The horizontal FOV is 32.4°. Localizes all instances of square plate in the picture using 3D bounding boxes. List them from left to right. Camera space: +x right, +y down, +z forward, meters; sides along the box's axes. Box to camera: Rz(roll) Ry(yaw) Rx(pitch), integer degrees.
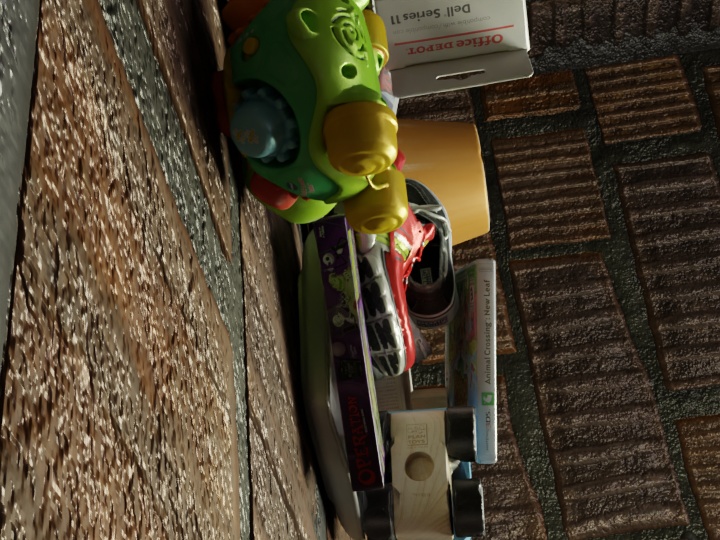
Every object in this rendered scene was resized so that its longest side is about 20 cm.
[{"bbox_3d":[-0.025,0.096,1.031,0.200,0.028,0.198,79,4,-46],"label":"square plate"}]

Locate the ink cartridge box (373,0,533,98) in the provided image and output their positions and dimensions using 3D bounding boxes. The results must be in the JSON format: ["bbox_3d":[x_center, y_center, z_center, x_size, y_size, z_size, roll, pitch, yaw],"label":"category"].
[{"bbox_3d":[0.069,-0.222,0.992,0.200,0.117,0.067,-94,174,-51],"label":"ink cartridge box"}]

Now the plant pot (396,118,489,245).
[{"bbox_3d":[0.048,-0.092,1.407,0.200,0.183,0.201,-8,90,-87],"label":"plant pot"}]

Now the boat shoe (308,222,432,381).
[{"bbox_3d":[0.000,0.000,1.146,0.074,0.065,0.202,95,-26,-70],"label":"boat shoe"}]

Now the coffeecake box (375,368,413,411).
[{"bbox_3d":[0.011,0.092,1.280,0.154,0.073,0.200,-81,163,-75],"label":"coffeecake box"}]

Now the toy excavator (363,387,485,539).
[{"bbox_3d":[0.058,0.173,1.114,0.200,0.100,0.195,77,10,-62],"label":"toy excavator"}]

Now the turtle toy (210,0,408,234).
[{"bbox_3d":[-0.030,-0.090,0.718,0.200,0.101,0.146,77,7,-66],"label":"turtle toy"}]

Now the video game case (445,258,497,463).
[{"bbox_3d":[0.104,0.088,1.198,0.200,0.022,0.182,136,-45,-84],"label":"video game case"}]

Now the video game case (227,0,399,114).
[{"bbox_3d":[-0.028,-0.164,0.889,0.182,0.023,0.200,58,20,-23],"label":"video game case"}]

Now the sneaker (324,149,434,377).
[{"bbox_3d":[0.027,-0.012,1.040,0.077,0.085,0.200,-7,-87,62],"label":"sneaker"}]

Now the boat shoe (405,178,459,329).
[{"bbox_3d":[0.052,-0.035,1.214,0.200,0.073,0.068,-92,171,-46],"label":"boat shoe"}]

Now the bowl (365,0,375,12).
[{"bbox_3d":[-0.038,-0.255,1.063,0.201,0.094,0.201,-7,90,-86],"label":"bowl"}]

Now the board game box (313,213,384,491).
[{"bbox_3d":[-0.007,0.057,0.952,0.120,0.032,0.200,-36,118,-83],"label":"board game box"}]
